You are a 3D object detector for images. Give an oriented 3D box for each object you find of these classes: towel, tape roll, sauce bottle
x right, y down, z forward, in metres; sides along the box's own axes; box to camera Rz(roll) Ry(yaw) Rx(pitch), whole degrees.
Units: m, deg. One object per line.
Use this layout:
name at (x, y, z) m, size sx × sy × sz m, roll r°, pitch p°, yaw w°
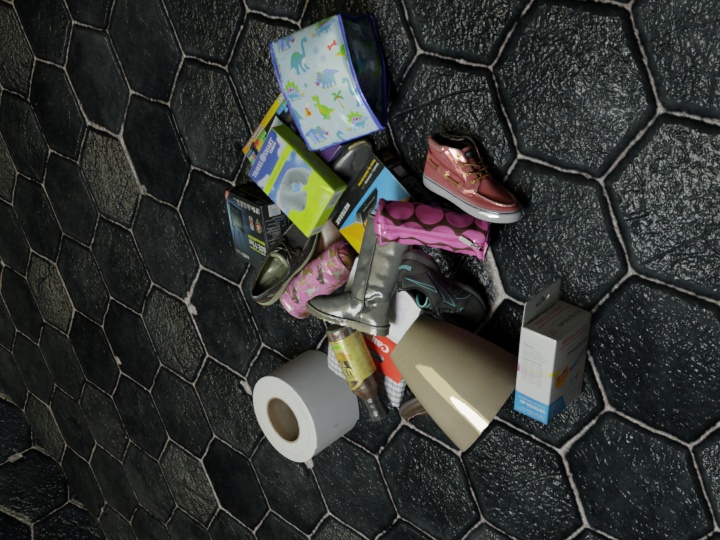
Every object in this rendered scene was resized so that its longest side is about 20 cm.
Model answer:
towel at (0.032, 0.146, 1.813) m, size 0.198 × 0.085 × 0.168 m, roll 24°, pitch 119°, yaw 30°
tape roll at (-0.120, 0.294, 2.010) m, size 0.201 × 0.138 × 0.206 m, roll 24°, pitch 126°, yaw 37°
sauce bottle at (-0.001, 0.189, 1.742) m, size 0.064 × 0.064 × 0.202 m, roll -11°, pitch 108°, yaw 48°

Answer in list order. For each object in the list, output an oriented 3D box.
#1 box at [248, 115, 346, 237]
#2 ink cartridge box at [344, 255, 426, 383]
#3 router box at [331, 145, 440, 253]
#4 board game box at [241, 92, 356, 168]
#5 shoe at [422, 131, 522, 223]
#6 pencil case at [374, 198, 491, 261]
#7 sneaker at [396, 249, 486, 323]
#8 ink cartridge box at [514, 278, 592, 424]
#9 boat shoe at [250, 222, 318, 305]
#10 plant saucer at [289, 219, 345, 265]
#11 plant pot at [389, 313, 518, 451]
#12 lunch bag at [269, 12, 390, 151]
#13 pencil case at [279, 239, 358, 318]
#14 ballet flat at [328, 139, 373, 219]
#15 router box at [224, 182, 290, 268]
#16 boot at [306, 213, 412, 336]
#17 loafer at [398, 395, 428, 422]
box at (-0.127, -0.177, 1.725) m, size 0.200 × 0.047 × 0.123 m, roll 45°, pitch 128°, yaw 15°
ink cartridge box at (0.033, 0.094, 1.712) m, size 0.161 × 0.057 × 0.202 m, roll 33°, pitch 115°, yaw 25°
router box at (0.043, -0.105, 1.689) m, size 0.149 × 0.051 × 0.201 m, roll 48°, pitch 138°, yaw 13°
board game box at (-0.120, -0.238, 1.764) m, size 0.166 × 0.056 × 0.200 m, roll 52°, pitch 129°, yaw 13°
shoe at (0.182, -0.154, 1.504) m, size 0.199 × 0.071 × 0.092 m, roll 32°, pitch 134°, yaw 36°
pencil case at (0.119, -0.068, 1.535) m, size 0.196 × 0.094 × 0.092 m, roll 7°, pitch 124°, yaw 4°
sneaker at (0.136, 0.046, 1.600) m, size 0.199 × 0.080 × 0.075 m, roll 35°, pitch 151°, yaw -23°
ink cartridge box at (0.311, 0.129, 1.487) m, size 0.067 × 0.114 × 0.203 m, roll 22°, pitch 126°, yaw 36°
boat shoe at (-0.148, -0.021, 1.796) m, size 0.071 × 0.066 × 0.202 m, roll 34°, pitch 92°, yaw 10°
plant saucer at (-0.111, -0.074, 1.882) m, size 0.199 × 0.036 × 0.203 m, roll 24°, pitch 127°, yaw 36°
plant pot at (0.155, 0.172, 1.588) m, size 0.199 × 0.187 × 0.188 m, roll 38°, pitch 136°, yaw 7°
lunch bag at (-0.044, -0.322, 1.597) m, size 0.168 × 0.127 × 0.204 m, roll -12°, pitch 93°, yaw 38°
pencil case at (-0.076, 0.019, 1.828) m, size 0.087 × 0.083 × 0.199 m, roll 48°, pitch 126°, yaw -9°
ballet flat at (-0.035, -0.176, 1.735) m, size 0.066 × 0.057 × 0.201 m, roll 21°, pitch 134°, yaw -17°
router box at (-0.209, -0.088, 1.913) m, size 0.199 × 0.061 × 0.152 m, roll 26°, pitch 129°, yaw 57°
boot at (0.000, -0.001, 1.642) m, size 0.179 × 0.072 × 0.204 m, roll 13°, pitch 106°, yaw 16°
loafer at (0.144, 0.253, 1.760) m, size 0.072 × 0.073 × 0.200 m, roll 56°, pitch 140°, yaw 6°
